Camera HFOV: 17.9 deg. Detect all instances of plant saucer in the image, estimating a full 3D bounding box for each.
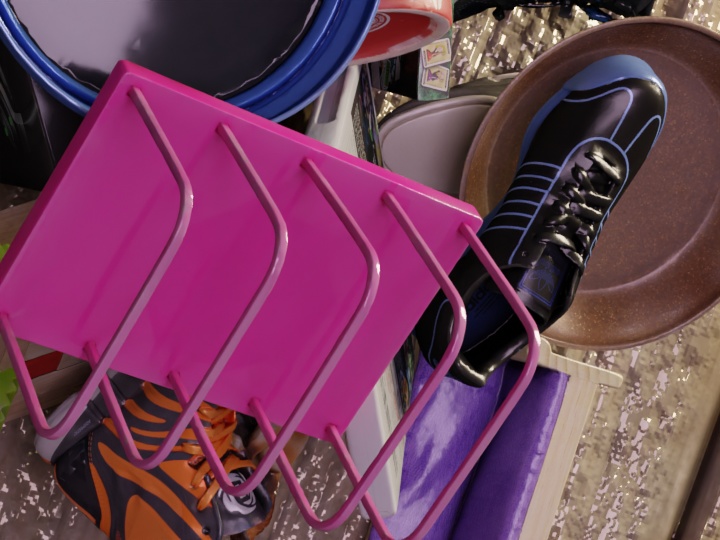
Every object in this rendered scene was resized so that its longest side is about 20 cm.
[{"bbox_3d":[0.145,-0.052,1.292,0.200,0.037,0.201,-6,114,-15],"label":"plant saucer"}]

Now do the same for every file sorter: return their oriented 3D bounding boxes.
[{"bbox_3d":[-0.041,0.025,1.010,0.200,0.125,0.139,21,112,-31],"label":"file sorter"}]

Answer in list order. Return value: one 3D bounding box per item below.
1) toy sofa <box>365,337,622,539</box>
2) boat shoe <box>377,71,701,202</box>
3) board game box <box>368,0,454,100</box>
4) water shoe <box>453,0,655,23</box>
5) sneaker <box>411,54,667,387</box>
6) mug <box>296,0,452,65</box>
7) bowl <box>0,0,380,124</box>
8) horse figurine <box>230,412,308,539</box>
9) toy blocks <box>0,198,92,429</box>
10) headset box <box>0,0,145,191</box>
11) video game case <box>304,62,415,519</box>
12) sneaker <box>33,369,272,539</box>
[{"bbox_3d":[0.065,0.132,1.300,0.098,0.083,0.200,19,87,-21],"label":"toy sofa"},{"bbox_3d":[0.097,-0.083,1.317,0.200,0.057,0.067,-7,114,-15],"label":"boat shoe"},{"bbox_3d":[0.025,-0.197,1.237,0.023,0.105,0.200,-1,101,-20],"label":"board game box"},{"bbox_3d":[0.130,-0.167,1.265,0.200,0.072,0.079,-23,96,18],"label":"water shoe"},{"bbox_3d":[0.104,-0.022,1.227,0.070,0.078,0.200,32,100,-27],"label":"sneaker"},{"bbox_3d":[-0.010,-0.210,1.172,0.177,0.133,0.200,10,70,-62],"label":"mug"},{"bbox_3d":[-0.084,-0.157,1.034,0.200,0.039,0.201,-1,92,-23],"label":"bowl"},{"bbox_3d":[-0.054,0.059,1.248,0.050,0.133,0.200,7,93,22],"label":"horse figurine"},{"bbox_3d":[-0.146,0.013,1.166,0.137,0.200,0.100,-19,70,-28],"label":"toy blocks"},{"bbox_3d":[-0.149,-0.134,1.139,0.093,0.200,0.174,-17,99,-18],"label":"headset box"},{"bbox_3d":[0.000,0.000,1.198,0.023,0.182,0.200,-7,113,8],"label":"video game case"},{"bbox_3d":[-0.069,0.070,1.148,0.112,0.078,0.200,51,121,11],"label":"sneaker"}]
